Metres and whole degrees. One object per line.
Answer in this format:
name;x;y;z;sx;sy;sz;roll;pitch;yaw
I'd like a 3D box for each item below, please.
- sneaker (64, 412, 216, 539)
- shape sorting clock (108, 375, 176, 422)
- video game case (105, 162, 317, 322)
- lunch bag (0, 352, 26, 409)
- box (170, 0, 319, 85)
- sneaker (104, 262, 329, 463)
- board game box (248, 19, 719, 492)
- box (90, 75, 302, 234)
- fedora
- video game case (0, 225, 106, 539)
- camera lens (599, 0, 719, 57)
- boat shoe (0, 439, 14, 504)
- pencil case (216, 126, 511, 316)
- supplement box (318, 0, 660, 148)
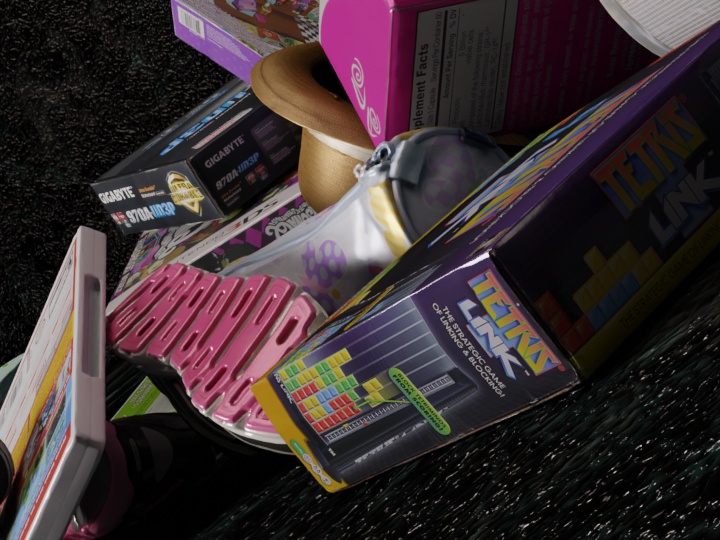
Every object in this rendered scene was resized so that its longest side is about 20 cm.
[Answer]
sneaker;-0.143;0.121;1.082;0.095;0.079;0.200;-16;-6;-31
shape sorting clock;-0.096;0.081;1.211;0.199;0.039;0.200;-28;13;7
video game case;-0.072;-0.034;1.229;0.181;0.036;0.200;-31;15;11
lunch bag;-0.280;0.169;1.285;0.170;0.122;0.200;-31;16;37
box;0.000;-0.149;1.183;0.137;0.200;0.039;-43;-25;-26
sneaker;-0.046;0.052;0.904;0.074;0.087;0.200;-53;30;-13
board game box;0.073;-0.013;0.703;0.200;0.057;0.165;-41;4;-37
box;-0.065;-0.100;1.260;0.200;0.046;0.159;-39;16;-25
fedora;0.031;-0.060;1.039;0.201;0.200;0.082;-46;-26;-64
video game case;-0.161;0.084;0.962;0.200;0.017;0.144;-102;35;-60
camera lens;0.188;-0.177;0.805;0.160;0.160;0.200;-39;4;-19
boat shoe;-0.256;0.147;0.931;0.200;0.069;0.057;-39;14;3
pencil case;0.000;0.000;0.954;0.200;0.090;0.084;-35;44;53
supplement box;0.087;-0.142;0.951;0.199;0.101;0.104;-12;-41;-16
